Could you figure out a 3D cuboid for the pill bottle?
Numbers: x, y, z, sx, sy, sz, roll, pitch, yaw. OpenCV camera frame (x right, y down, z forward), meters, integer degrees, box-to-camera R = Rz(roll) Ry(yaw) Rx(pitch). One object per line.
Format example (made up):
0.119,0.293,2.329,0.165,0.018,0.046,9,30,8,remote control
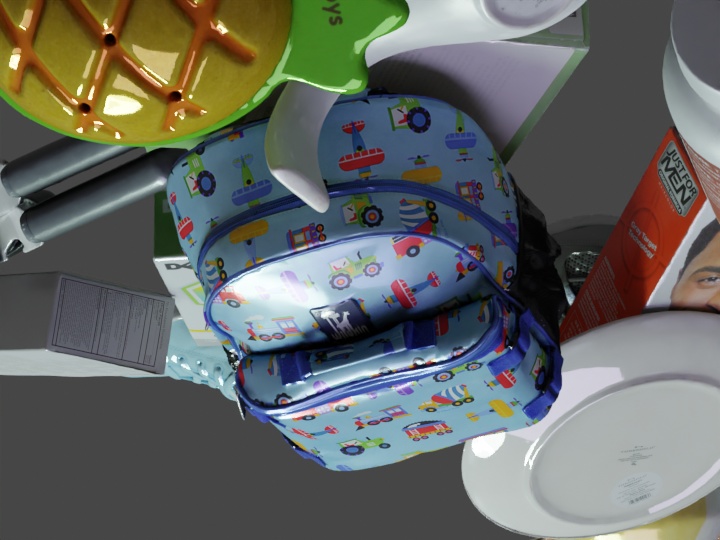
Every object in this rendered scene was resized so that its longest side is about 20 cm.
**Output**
0.211,-0.083,1.232,0.111,0.113,0.200,-9,158,14,pill bottle

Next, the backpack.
0.000,0.000,1.261,0.182,0.135,0.200,-13,152,14,backpack

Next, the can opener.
-0.167,-0.047,1.379,0.199,0.053,0.066,-21,-174,41,can opener

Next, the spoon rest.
0.033,-0.116,1.141,0.200,0.061,0.099,-41,132,10,spoon rest

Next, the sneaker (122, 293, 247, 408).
-0.076,0.057,1.589,0.199,0.082,0.074,-10,157,16,sneaker

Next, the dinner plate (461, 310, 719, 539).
0.156,0.099,1.453,0.199,0.024,0.201,-11,140,-9,dinner plate

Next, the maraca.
-0.080,-0.122,1.094,0.199,0.107,0.138,-7,118,9,maraca

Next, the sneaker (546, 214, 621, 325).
0.099,0.036,1.512,0.200,0.082,0.075,-30,113,33,sneaker

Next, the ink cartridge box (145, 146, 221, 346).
-0.060,-0.018,1.431,0.103,0.060,0.200,-3,158,5,ink cartridge box

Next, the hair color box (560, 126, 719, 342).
0.188,0.013,1.435,0.101,0.061,0.201,3,133,-24,hair color box

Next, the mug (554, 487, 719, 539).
0.158,0.115,1.614,0.186,0.154,0.149,-5,171,-32,mug

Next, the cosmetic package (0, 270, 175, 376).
-0.199,0.032,1.487,0.082,0.051,0.199,17,168,-36,cosmetic package

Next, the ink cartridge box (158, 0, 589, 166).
-0.002,-0.103,1.245,0.199,0.048,0.146,5,157,-14,ink cartridge box
